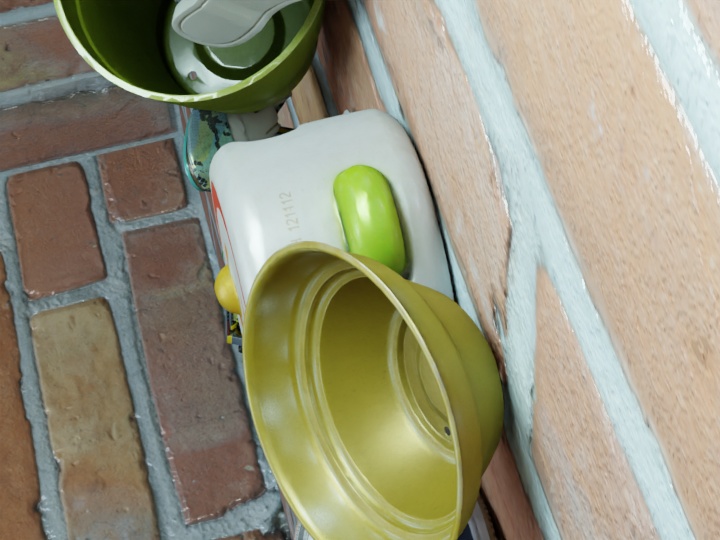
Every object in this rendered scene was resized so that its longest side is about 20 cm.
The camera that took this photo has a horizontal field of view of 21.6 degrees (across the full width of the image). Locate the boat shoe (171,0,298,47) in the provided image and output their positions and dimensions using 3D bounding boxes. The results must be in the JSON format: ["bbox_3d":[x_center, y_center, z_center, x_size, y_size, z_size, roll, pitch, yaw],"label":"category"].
[{"bbox_3d":[-0.056,-0.202,1.210,0.200,0.074,0.063,-26,53,57],"label":"boat shoe"}]

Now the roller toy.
[{"bbox_3d":[-0.025,0.001,1.205,0.183,0.138,0.202,-112,11,-54],"label":"roller toy"}]

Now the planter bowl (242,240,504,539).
[{"bbox_3d":[0.022,0.071,1.065,0.200,0.083,0.203,28,127,45],"label":"planter bowl"}]

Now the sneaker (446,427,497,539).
[{"bbox_3d":[0.027,0.168,1.223,0.071,0.107,0.201,83,171,-47],"label":"sneaker"}]

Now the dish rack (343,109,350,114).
[{"bbox_3d":[0.000,0.000,1.409,0.172,0.043,0.202,-111,12,-52],"label":"dish rack"}]

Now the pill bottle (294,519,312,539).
[{"bbox_3d":[0.013,0.207,1.388,0.200,0.115,0.118,143,113,-82],"label":"pill bottle"}]

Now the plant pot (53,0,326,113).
[{"bbox_3d":[-0.108,-0.201,1.395,0.193,0.198,0.203,52,-157,-79],"label":"plant pot"}]

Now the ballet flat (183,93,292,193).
[{"bbox_3d":[-0.093,-0.131,1.534,0.201,0.073,0.075,-77,-18,-57],"label":"ballet flat"}]

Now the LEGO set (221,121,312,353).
[{"bbox_3d":[-0.041,-0.016,1.575,0.154,0.115,0.202,-50,-32,-63],"label":"LEGO set"}]
